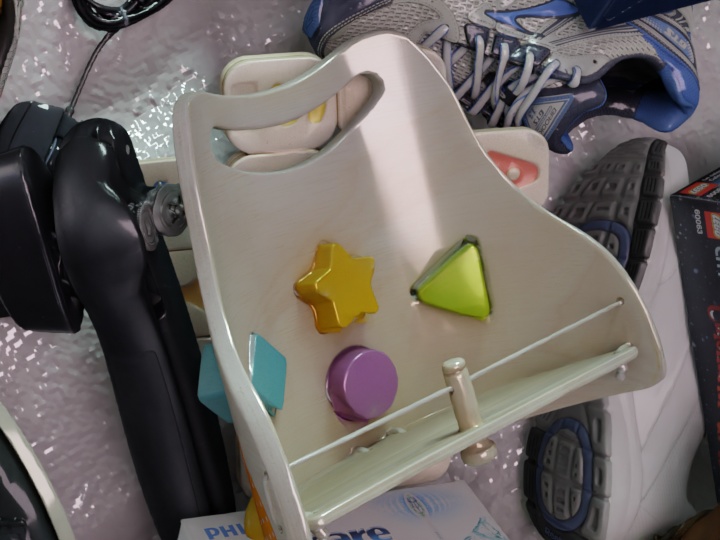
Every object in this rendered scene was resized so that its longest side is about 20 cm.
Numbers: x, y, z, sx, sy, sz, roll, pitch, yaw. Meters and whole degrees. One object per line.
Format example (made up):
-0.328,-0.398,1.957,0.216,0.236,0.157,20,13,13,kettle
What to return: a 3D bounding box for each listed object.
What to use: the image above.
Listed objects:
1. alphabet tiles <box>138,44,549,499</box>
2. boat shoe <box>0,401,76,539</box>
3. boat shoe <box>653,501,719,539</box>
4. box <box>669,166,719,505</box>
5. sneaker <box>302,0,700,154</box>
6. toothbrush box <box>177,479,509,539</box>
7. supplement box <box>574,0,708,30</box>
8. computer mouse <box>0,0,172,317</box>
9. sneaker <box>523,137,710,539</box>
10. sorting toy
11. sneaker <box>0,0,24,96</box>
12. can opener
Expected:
-0.010,0.004,0.764,0.194,0.015,0.202,-5,107,-12,alphabet tiles
-0.152,0.128,0.707,0.066,0.074,0.201,-30,110,-30,boat shoe
0.160,0.150,0.805,0.068,0.072,0.201,17,118,17,boat shoe
0.221,0.033,0.848,0.136,0.038,0.202,-27,114,-34,box
0.072,-0.099,0.784,0.198,0.077,0.086,-1,61,-22,sneaker
0.021,0.185,0.701,0.145,0.200,0.086,-3,124,-29,toothbrush box
0.164,-0.244,0.770,0.199,0.134,0.201,-16,72,-23,supplement box
-0.118,-0.072,0.741,0.058,0.034,0.201,27,80,-20,computer mouse
0.132,0.037,0.840,0.087,0.074,0.202,4,95,-35,sneaker
0.000,0.000,0.704,0.199,0.107,0.181,-23,96,-35,sorting toy
-0.158,-0.134,0.696,0.077,0.082,0.202,5,87,-23,sneaker
-0.090,0.031,0.725,0.063,0.078,0.201,-58,135,-52,can opener
